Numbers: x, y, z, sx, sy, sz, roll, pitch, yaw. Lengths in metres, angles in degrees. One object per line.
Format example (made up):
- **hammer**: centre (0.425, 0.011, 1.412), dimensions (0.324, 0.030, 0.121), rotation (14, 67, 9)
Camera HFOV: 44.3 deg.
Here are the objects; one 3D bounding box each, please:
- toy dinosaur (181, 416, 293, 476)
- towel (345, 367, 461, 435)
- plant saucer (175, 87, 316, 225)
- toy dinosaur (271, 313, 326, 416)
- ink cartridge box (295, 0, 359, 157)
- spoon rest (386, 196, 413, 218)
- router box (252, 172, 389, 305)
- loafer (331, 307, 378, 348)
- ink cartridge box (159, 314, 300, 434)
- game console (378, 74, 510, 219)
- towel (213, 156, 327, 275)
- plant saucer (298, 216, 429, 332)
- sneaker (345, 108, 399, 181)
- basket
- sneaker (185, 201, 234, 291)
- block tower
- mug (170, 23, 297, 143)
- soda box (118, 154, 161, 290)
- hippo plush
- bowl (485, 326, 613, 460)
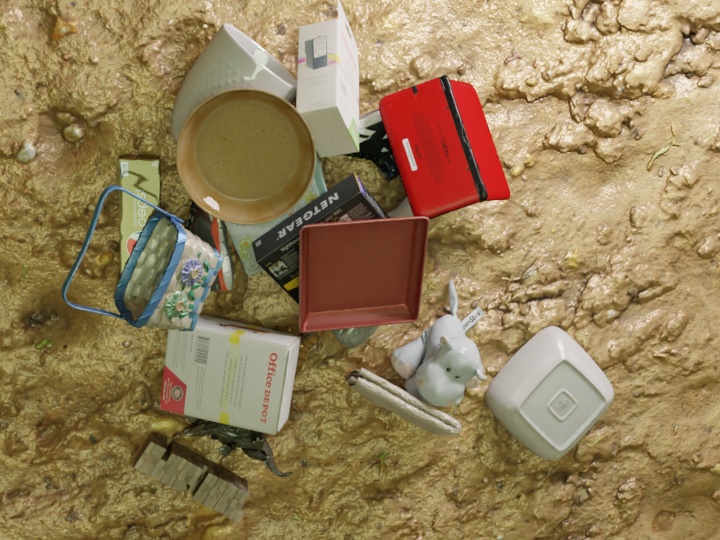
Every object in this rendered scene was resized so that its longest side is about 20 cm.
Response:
- **toy dinosaur**: centre (-0.190, 0.274, 1.456), dimensions (0.198, 0.102, 0.078), rotation (23, 96, -22)
- **towel**: centre (0.067, 0.221, 1.458), dimensions (0.198, 0.133, 0.035), rotation (29, 79, -1)
- **plant saucer**: centre (-0.162, -0.164, 1.255), dimensions (0.196, 0.036, 0.203), rotation (-4, 118, -7)
- **toy dinosaur**: centre (-0.117, 0.152, 1.448), dimensions (0.105, 0.060, 0.202), rotation (32, 122, 12)
- **ink cartridge box**: centre (-0.047, -0.287, 1.321), dimensions (0.066, 0.117, 0.203), rotation (-7, 62, 14)
- **spoon rest**: centre (0.077, -0.111, 1.432), dimensions (0.196, 0.100, 0.062), rotation (-7, 70, -4)
- **router box**: centre (-0.045, -0.036, 1.383), dimensions (0.198, 0.053, 0.157), rotation (-32, 132, 11)
- **loafer**: centre (0.031, 0.044, 1.469), dimensions (0.200, 0.070, 0.070), rotation (-47, 142, -4)
- **ink cartridge box**: centre (-0.204, 0.161, 1.396), dimensions (0.196, 0.083, 0.148), rotation (11, 100, 9)
- **game console**: centre (0.135, -0.189, 1.392), dimensions (0.170, 0.119, 0.203), rotation (-19, 84, 1)
- **towel**: centre (-0.129, -0.096, 1.374), dimensions (0.169, 0.048, 0.202), rotation (-20, 134, -4)
- **plant saucer**: centre (0.000, 0.000, 1.360), dimensions (0.196, 0.037, 0.203), rotation (-5, 126, -11)
- **sneaker**: centre (0.007, -0.187, 1.403), dimensions (0.197, 0.073, 0.114), rotation (-21, 104, -8)
- **basket**: centre (-0.307, -0.009, 1.267), dimensions (0.198, 0.139, 0.179), rotation (22, 95, -33)
- **sneaker**: centre (-0.251, -0.059, 1.379), dimensions (0.080, 0.077, 0.204), rotation (-9, 102, -2)
- **block tower**: centre (-0.275, 0.341, 1.467), dimensions (0.199, 0.054, 0.058), rotation (35, 94, -17)
- **mug**: centre (-0.178, -0.235, 1.324), dimensions (0.199, 0.148, 0.176), rotation (32, 106, -32)
- **soda box**: centre (-0.338, -0.073, 1.358), dimensions (0.063, 0.068, 0.204), rotation (0, 102, -13)
- **hippo plush**: centre (0.159, 0.158, 1.463), dimensions (0.159, 0.161, 0.201), rotation (41, 92, -16)
- **bowl**: centre (0.343, 0.227, 1.563), dimensions (0.200, 0.075, 0.200), rotation (-46, 106, 2)
